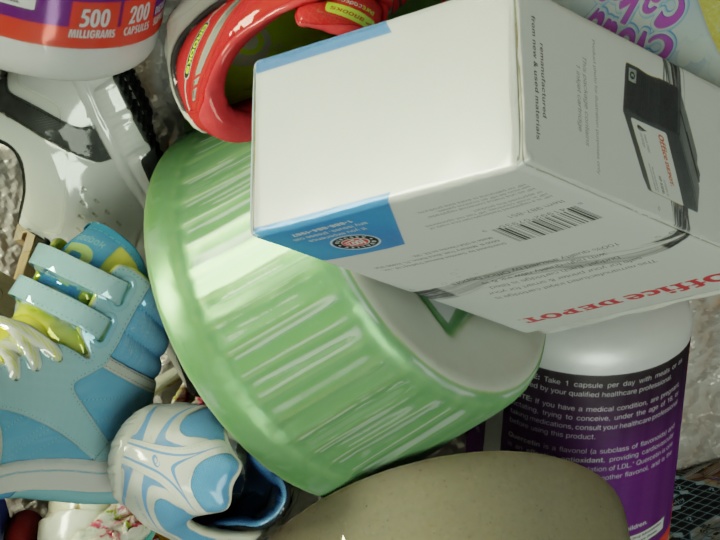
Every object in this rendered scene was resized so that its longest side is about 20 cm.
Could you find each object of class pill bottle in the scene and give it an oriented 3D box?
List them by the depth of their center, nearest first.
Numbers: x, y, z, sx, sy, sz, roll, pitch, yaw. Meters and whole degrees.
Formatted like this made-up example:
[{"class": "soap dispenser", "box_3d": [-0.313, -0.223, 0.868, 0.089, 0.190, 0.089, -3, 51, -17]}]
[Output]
[{"class": "pill bottle", "box_3d": [-0.131, -0.194, 1.183, 0.112, 0.113, 0.200, 4, 117, -18]}, {"class": "pill bottle", "box_3d": [0.114, 0.066, 1.389, 0.112, 0.113, 0.200, -5, 119, -14]}]

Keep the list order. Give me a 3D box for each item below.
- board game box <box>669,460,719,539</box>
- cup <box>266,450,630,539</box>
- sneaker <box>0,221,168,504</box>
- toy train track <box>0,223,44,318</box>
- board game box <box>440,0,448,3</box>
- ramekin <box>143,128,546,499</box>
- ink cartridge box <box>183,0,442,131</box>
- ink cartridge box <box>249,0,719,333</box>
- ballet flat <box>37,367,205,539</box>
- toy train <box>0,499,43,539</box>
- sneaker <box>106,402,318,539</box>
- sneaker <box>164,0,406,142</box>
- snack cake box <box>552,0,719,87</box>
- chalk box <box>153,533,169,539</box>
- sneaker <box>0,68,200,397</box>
[{"class": "board game box", "box_3d": [0.138, 0.178, 1.453, 0.200, 0.136, 0.035, -15, 123, -7]}, {"class": "cup", "box_3d": [0.052, 0.202, 1.272, 0.200, 0.143, 0.200, -11, 144, -8]}, {"class": "sneaker", "box_3d": [-0.165, 0.036, 1.215, 0.200, 0.079, 0.131, 7, 103, -55]}, {"class": "toy train track", "box_3d": [-0.184, 0.061, 1.297, 0.115, 0.032, 0.200, 34, 61, -39]}, {"class": "board game box", "box_3d": [0.140, -0.139, 1.279, 0.200, 0.046, 0.152, 25, 95, -46]}, {"class": "ramekin", "box_3d": [0.000, 0.000, 1.265, 0.098, 0.200, 0.200, -29, 126, 32]}, {"class": "ink cartridge box", "box_3d": [-0.007, -0.148, 1.266, 0.147, 0.076, 0.200, -4, 118, -14]}, {"class": "ink cartridge box", "box_3d": [0.070, -0.043, 1.153, 0.145, 0.084, 0.200, -15, 158, 37]}, {"class": "ballet flat", "box_3d": [-0.118, 0.106, 1.358, 0.064, 0.076, 0.200, 47, 68, -12]}, {"class": "toy train", "box_3d": [-0.223, 0.102, 1.306, 0.084, 0.116, 0.200, -2, 122, 13]}, {"class": "sneaker", "box_3d": [-0.058, 0.109, 1.291, 0.072, 0.072, 0.200, -65, 159, 0]}, {"class": "sneaker", "box_3d": [0.000, -0.128, 1.186, 0.200, 0.085, 0.077, -42, 124, 12]}, {"class": "snack cake box", "box_3d": [0.123, -0.145, 1.179, 0.200, 0.067, 0.115, 19, 99, -45]}, {"class": "chalk box", "box_3d": [-0.096, 0.239, 1.428, 0.124, 0.124, 0.200, -20, 123, -6]}, {"class": "sneaker", "box_3d": [-0.121, -0.022, 1.306, 0.080, 0.074, 0.200, -23, 108, 5]}]
